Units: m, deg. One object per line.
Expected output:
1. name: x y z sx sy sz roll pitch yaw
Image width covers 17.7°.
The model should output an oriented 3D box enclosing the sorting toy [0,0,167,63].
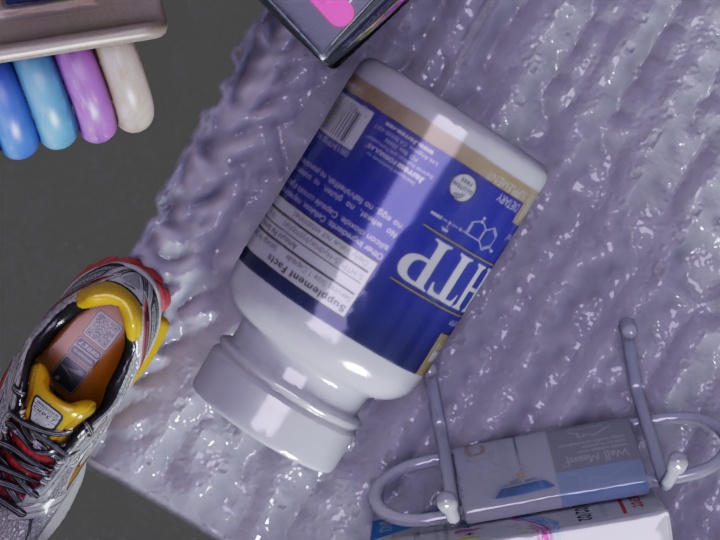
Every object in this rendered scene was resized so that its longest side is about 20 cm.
1. sorting toy: -0.209 -0.193 1.207 0.185 0.037 0.201 -11 65 -15

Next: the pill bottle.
1. pill bottle: 0.000 0.000 1.235 0.120 0.120 0.200 32 94 -1

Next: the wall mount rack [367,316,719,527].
1. wall mount rack: 0.099 0.094 1.212 0.199 0.174 0.075 -11 116 2

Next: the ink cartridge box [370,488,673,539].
1. ink cartridge box: 0.107 0.160 1.245 0.199 0.115 0.068 -9 94 1

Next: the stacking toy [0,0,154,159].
1. stacking toy: -0.215 -0.083 1.235 0.199 0.085 0.086 -21 93 -9

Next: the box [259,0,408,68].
1. box: -0.020 -0.181 1.184 0.106 0.200 0.122 -43 91 3

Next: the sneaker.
1. sneaker: -0.177 0.081 1.263 0.078 0.082 0.200 29 94 -1
